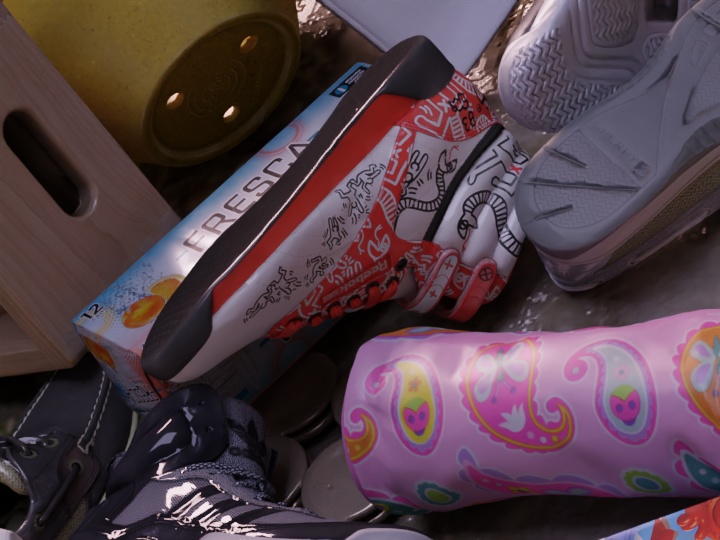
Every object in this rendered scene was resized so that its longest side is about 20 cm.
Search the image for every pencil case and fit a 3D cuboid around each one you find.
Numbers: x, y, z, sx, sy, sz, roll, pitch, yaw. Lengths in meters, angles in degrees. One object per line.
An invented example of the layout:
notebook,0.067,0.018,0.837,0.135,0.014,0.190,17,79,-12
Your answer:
pencil case,0.092,0.060,0.987,0.200,0.087,0.087,-4,48,33

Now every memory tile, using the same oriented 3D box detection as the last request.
memory tile,-0.049,0.118,1.084,0.153,0.017,0.200,-7,46,32

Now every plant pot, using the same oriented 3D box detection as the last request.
plant pot,-0.113,-0.138,1.279,0.200,0.200,0.142,-41,61,-6

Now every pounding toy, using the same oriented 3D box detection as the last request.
pounding toy,-0.197,-0.066,1.203,0.184,0.200,0.142,-9,36,49

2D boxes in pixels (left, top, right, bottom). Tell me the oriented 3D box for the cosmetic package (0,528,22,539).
cosmetic package,-0.170,0.240,0.926,0.200,0.167,0.166,-27,40,10

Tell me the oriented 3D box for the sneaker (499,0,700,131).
sneaker,0.103,-0.132,1.161,0.114,0.076,0.200,4,39,44

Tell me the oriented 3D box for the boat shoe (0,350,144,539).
boat shoe,-0.158,0.108,1.132,0.072,0.066,0.201,-11,44,36

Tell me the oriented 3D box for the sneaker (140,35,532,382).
sneaker,0.001,0.000,1.084,0.201,0.108,0.067,-50,15,-19

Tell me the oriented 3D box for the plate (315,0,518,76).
plate,0.007,-0.203,1.251,0.200,0.200,0.032,-54,0,-35

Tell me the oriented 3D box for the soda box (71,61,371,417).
soda box,-0.037,-0.010,1.150,0.200,0.064,0.068,-43,35,-19

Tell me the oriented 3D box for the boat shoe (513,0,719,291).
boat shoe,0.159,-0.066,1.080,0.202,0.065,0.074,-39,59,-4

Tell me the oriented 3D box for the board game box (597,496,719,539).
board game box,0.147,0.168,0.852,0.196,0.056,0.200,-23,40,17

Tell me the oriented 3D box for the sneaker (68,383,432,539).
sneaker,-0.045,0.101,1.021,0.200,0.075,0.114,-10,47,32
